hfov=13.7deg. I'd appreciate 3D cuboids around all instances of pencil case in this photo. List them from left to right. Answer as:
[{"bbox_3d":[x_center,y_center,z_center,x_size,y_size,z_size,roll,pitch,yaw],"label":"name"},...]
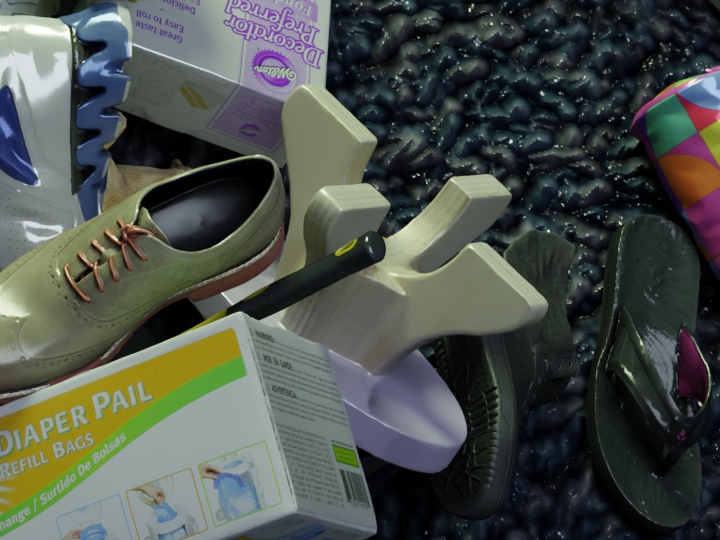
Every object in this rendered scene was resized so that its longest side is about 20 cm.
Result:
[{"bbox_3d":[0.245,-0.030,1.806,0.088,0.088,0.200,-29,84,-35],"label":"pencil case"}]

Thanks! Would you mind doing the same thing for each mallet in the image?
[{"bbox_3d":[-0.068,0.022,1.525,0.041,0.200,0.066,54,23,-17],"label":"mallet"}]

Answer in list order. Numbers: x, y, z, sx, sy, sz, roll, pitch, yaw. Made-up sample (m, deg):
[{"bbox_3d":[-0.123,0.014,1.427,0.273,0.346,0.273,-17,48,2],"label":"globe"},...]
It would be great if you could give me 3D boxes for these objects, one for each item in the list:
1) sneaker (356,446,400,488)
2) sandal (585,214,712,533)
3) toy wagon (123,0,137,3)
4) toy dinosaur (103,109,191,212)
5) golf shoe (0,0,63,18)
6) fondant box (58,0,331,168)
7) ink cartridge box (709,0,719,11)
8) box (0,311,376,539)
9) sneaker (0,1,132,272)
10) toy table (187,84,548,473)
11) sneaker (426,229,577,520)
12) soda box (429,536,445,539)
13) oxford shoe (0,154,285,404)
[{"bbox_3d":[-0.037,0.087,1.594,0.200,0.082,0.070,-11,74,-33],"label":"sneaker"},{"bbox_3d":[0.173,0.054,1.748,0.075,0.048,0.201,14,61,-24],"label":"sandal"},{"bbox_3d":[-0.152,-0.202,1.587,0.155,0.040,0.200,-7,48,-19],"label":"toy wagon"},{"bbox_3d":[-0.159,-0.027,1.594,0.101,0.058,0.200,49,54,-3],"label":"toy dinosaur"},{"bbox_3d":[-0.219,-0.152,1.583,0.200,0.078,0.097,-64,144,-35],"label":"golf shoe"},{"bbox_3d":[-0.090,-0.171,1.679,0.144,0.058,0.200,19,51,-21],"label":"fondant box"},{"bbox_3d":[0.281,-0.272,1.867,0.145,0.200,0.145,47,52,-4],"label":"ink cartridge box"},{"bbox_3d":[-0.111,0.108,1.459,0.112,0.200,0.102,25,46,-66],"label":"box"},{"bbox_3d":[-0.187,-0.044,1.522,0.115,0.081,0.200,7,93,-14],"label":"sneaker"},{"bbox_3d":[0.000,0.000,1.589,0.200,0.117,0.184,39,22,11],"label":"toy table"},{"bbox_3d":[0.085,0.058,1.676,0.104,0.060,0.200,25,47,-40],"label":"sneaker"},{"bbox_3d":[-0.038,0.199,1.555,0.200,0.063,0.071,-13,75,-33],"label":"soda box"},{"bbox_3d":[-0.125,-0.003,1.452,0.200,0.075,0.070,-32,72,-21],"label":"oxford shoe"}]
